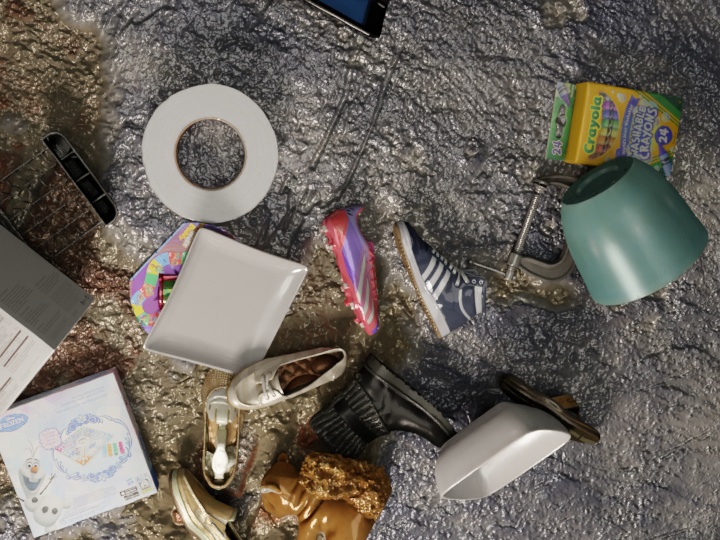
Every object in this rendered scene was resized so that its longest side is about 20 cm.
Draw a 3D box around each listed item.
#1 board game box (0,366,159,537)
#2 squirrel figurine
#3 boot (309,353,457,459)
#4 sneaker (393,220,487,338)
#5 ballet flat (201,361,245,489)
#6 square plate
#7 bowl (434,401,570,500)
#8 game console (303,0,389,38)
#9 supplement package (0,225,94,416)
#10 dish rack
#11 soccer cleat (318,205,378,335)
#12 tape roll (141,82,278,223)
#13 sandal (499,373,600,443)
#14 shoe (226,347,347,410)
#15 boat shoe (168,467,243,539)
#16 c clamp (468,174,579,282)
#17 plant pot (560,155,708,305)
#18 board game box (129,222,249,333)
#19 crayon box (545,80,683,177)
[{"bbox_3d":[-0.434,0.275,1.386,0.197,0.043,0.202,-19,101,-6],"label":"board game box"},{"bbox_3d":[-0.059,0.342,1.404,0.185,0.142,0.201,31,123,7],"label":"squirrel figurine"},{"bbox_3d":[0.038,0.251,1.442,0.210,0.079,0.158,40,88,-7],"label":"boot"},{"bbox_3d":[0.130,-0.004,1.424,0.107,0.070,0.202,-25,108,0],"label":"sneaker"},{"bbox_3d":[-0.211,0.243,1.407,0.069,0.065,0.203,-1,98,-9],"label":"ballet flat"},{"bbox_3d":[-0.200,0.050,1.359,0.197,0.028,0.202,21,102,-36],"label":"square plate"},{"bbox_3d":[0.213,0.277,1.424,0.200,0.199,0.075,-41,60,17],"label":"bowl"},{"bbox_3d":[-0.031,-0.452,1.313,0.198,0.116,0.178,26,93,-12],"label":"game console"},{"bbox_3d":[-0.513,0.059,1.269,0.199,0.152,0.151,40,112,-12],"label":"supplement package"},{"bbox_3d":[-0.469,-0.087,1.325,0.199,0.055,0.154,-36,101,-2],"label":"dish rack"},{"bbox_3d":[0.000,0.000,1.410,0.076,0.067,0.202,-22,98,-10],"label":"soccer cleat"},{"bbox_3d":[-0.221,-0.173,1.347,0.197,0.066,0.204,-1,98,-10],"label":"tape roll"},{"bbox_3d":[0.317,0.220,1.495,0.199,0.082,0.055,34,70,-5],"label":"sandal"},{"bbox_3d":[-0.111,0.159,1.398,0.198,0.053,0.071,-18,82,-18],"label":"shoe"},{"bbox_3d":[-0.226,0.384,1.420,0.075,0.072,0.202,-23,112,8],"label":"boat shoe"},{"bbox_3d":[0.288,-0.067,1.463,0.169,0.027,0.202,24,93,-13],"label":"c clamp"},{"bbox_3d":[0.399,-0.073,1.389,0.200,0.201,0.162,-37,105,-2],"label":"plant pot"},{"bbox_3d":[-0.253,0.028,1.382,0.200,0.039,0.158,-46,102,-1],"label":"board game box"},{"bbox_3d":[0.403,-0.225,1.449,0.197,0.052,0.128,7,97,-10],"label":"crayon box"}]
